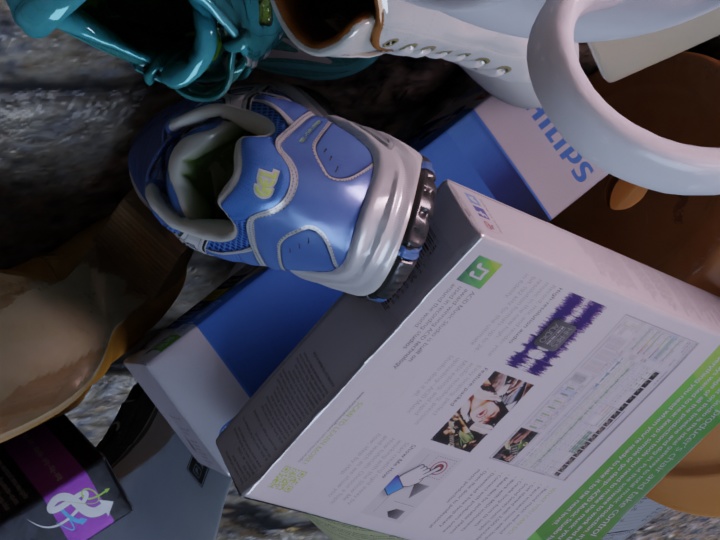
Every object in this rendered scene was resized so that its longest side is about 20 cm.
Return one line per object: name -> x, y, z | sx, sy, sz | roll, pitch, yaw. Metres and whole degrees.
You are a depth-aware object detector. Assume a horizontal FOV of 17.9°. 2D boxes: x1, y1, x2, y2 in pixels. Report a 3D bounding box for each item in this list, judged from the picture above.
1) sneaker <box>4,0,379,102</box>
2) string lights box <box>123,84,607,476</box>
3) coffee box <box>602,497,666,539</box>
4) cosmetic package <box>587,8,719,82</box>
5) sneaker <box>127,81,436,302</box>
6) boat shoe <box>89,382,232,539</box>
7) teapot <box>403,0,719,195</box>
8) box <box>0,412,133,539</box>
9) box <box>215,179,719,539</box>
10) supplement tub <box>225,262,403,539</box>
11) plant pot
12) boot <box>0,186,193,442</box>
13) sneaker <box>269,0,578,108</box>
sneaker -> -0.061, -0.093, 0.810 | 0.077, 0.080, 0.199 | -35, 152, 30
string lights box -> 0.000, 0.000, 0.952 | 0.200, 0.059, 0.103 | -39, -174, -10
coffee box -> 0.106, 0.110, 1.321 | 0.079, 0.114, 0.200 | -1, 149, -36
cosmetic package -> 0.162, -0.158, 0.854 | 0.199, 0.074, 0.104 | -23, 156, 10
sneaker -> -0.048, -0.042, 0.865 | 0.077, 0.076, 0.200 | 18, 178, -29
boat shoe -> -0.110, 0.106, 1.102 | 0.066, 0.201, 0.070 | -20, 120, 30
teapot -> 0.038, -0.138, 0.623 | 0.146, 0.199, 0.199 | -33, 124, -33
box -> -0.211, 0.131, 1.038 | 0.199, 0.036, 0.143 | -31, -158, -12
box -> 0.059, 0.051, 0.906 | 0.199, 0.036, 0.144 | 22, 119, -43
supplement tub -> 0.015, 0.060, 1.105 | 0.144, 0.146, 0.200 | -22, 156, 6
plant pot -> 0.153, -0.007, 1.044 | 0.199, 0.201, 0.140 | -30, 137, 21
boot -> -0.147, 0.044, 0.970 | 0.201, 0.071, 0.144 | -40, 174, -37
sneaker -> 0.010, -0.100, 0.815 | 0.085, 0.073, 0.200 | -58, 141, -10
